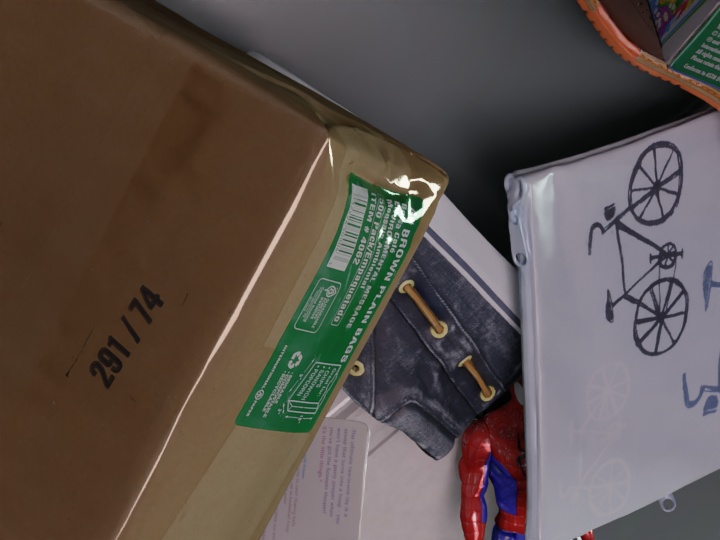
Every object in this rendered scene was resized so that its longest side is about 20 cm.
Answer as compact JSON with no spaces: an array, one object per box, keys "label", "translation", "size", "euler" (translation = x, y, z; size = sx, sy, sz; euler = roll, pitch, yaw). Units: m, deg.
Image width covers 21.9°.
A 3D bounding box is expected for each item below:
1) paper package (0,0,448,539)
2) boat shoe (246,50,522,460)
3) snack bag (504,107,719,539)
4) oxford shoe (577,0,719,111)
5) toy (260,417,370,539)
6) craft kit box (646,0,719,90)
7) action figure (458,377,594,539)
[{"label":"paper package","translation":[-0.099,0.005,0.684],"size":[0.200,0.190,0.103],"euler":[-62,155,8]},{"label":"boat shoe","translation":[0.000,0.000,0.788],"size":[0.200,0.071,0.091],"euler":[42,87,-29]},{"label":"snack bag","translation":[0.142,0.020,0.848],"size":[0.200,0.021,0.189],"euler":[-20,117,-32]},{"label":"oxford shoe","translation":[0.163,-0.108,0.789],"size":[0.200,0.073,0.071],"euler":[39,61,-12]},{"label":"toy","translation":[-0.087,0.107,0.755],"size":[0.199,0.047,0.116],"euler":[5,90,20]},{"label":"craft kit box","translation":[0.193,-0.127,0.750],"size":[0.199,0.198,0.049],"euler":[18,130,-25]},{"label":"action figure","translation":[0.079,0.135,0.882],"size":[0.065,0.052,0.201],"euler":[-7,108,-14]}]
